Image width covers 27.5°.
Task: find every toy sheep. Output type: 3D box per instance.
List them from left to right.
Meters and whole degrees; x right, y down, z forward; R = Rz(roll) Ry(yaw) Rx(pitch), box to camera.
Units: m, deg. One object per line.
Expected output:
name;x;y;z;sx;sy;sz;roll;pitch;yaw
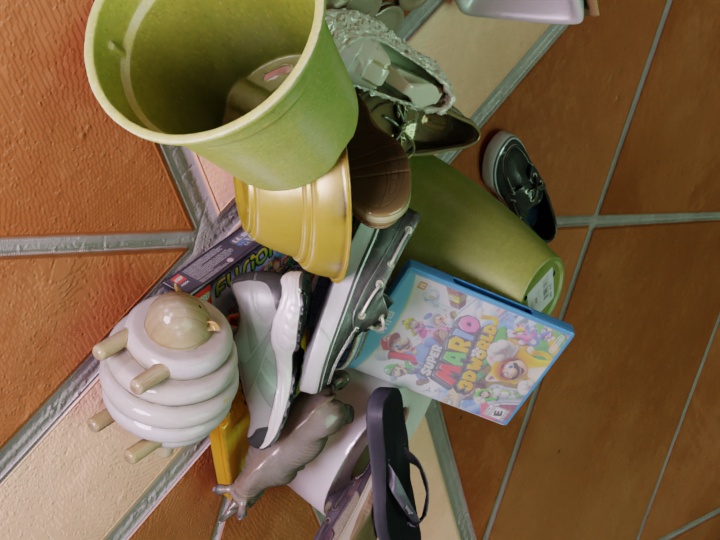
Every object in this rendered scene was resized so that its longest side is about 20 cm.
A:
toy sheep;-0.173;0.097;1.313;0.138;0.138;0.201;-34;153;-41

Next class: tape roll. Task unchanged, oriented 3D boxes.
tape roll;-0.002;0.173;1.638;0.202;0.071;0.203;-46;159;-23

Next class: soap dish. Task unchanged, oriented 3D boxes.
soap dish;0.156;-0.341;1.483;0.200;0.156;0.082;63;41;-53

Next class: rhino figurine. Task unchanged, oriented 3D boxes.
rhino figurine;-0.082;0.186;1.491;0.200;0.060;0.087;-47;172;14

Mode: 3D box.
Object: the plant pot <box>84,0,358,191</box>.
plant pot;-0.090;-0.158;1.187;0.201;0.200;0.184;-60;153;-8

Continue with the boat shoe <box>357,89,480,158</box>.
boat shoe;0.054;-0.155;1.539;0.200;0.062;0.074;-12;123;-53

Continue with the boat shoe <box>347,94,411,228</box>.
boat shoe;-0.003;-0.096;1.378;0.073;0.201;0.063;-15;132;-15

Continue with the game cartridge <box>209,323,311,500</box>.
game cartridge;-0.080;0.129;1.539;0.200;0.032;0.177;-47;157;-27

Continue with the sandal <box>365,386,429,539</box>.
sandal;0.042;0.218;1.535;0.076;0.043;0.201;-51;138;-53

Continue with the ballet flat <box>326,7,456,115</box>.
ballet flat;0.023;-0.196;1.411;0.199;0.072;0.072;15;100;-45

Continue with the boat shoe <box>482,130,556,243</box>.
boat shoe;0.202;-0.101;1.814;0.069;0.056;0.200;-55;149;-16

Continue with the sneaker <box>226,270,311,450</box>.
sneaker;-0.094;0.082;1.396;0.074;0.079;0.201;-76;175;-58

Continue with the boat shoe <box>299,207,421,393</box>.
boat shoe;0.000;0.029;1.391;0.071;0.063;0.201;-126;-122;-84

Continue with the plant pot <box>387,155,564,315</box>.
plant pot;0.115;-0.010;1.604;0.187;0.199;0.188;-36;139;-39

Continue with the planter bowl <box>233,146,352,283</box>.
planter bowl;-0.070;-0.083;1.335;0.083;0.201;0.201;-7;126;-12

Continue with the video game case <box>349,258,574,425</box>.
video game case;0.102;0.078;1.532;0.143;0.199;0.018;-57;-159;31

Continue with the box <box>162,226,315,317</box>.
box;-0.107;0.010;1.437;0.200;0.035;0.111;-39;141;-37

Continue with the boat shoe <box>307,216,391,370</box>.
boat shoe;0.000;0.000;1.471;0.072;0.072;0.201;-5;107;-56

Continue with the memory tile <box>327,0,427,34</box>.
memory tile;0.020;-0.295;1.383;0.153;0.017;0.200;-47;153;10

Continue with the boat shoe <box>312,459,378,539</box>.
boat shoe;-0.008;0.258;1.561;0.200;0.064;0.072;-63;147;-44
